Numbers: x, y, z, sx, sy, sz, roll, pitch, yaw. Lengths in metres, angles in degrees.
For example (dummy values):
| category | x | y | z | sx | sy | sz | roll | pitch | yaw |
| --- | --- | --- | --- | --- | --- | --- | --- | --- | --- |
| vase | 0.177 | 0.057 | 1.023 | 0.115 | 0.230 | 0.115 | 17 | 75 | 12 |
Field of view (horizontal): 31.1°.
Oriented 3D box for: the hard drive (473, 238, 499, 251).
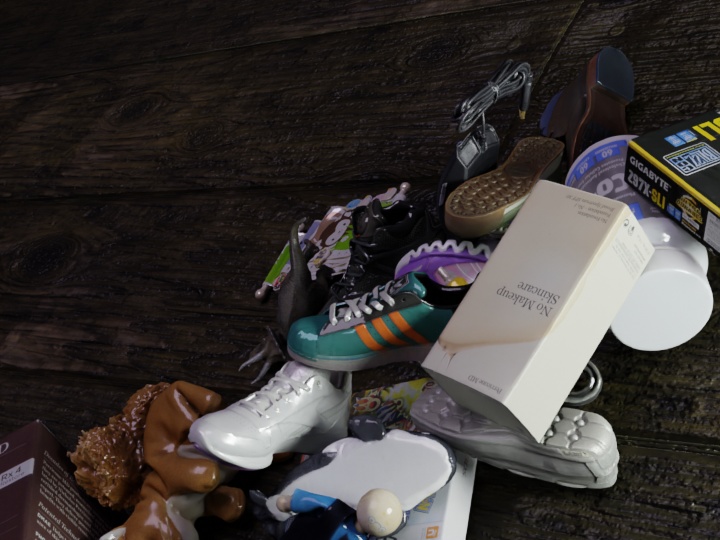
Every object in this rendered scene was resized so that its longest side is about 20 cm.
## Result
| category | x | y | z | sx | sy | sz | roll | pitch | yaw |
| --- | --- | --- | --- | --- | --- | --- | --- | --- | --- |
| hard drive | 0.069 | 0.018 | 1.406 | 0.198 | 0.025 | 0.133 | 5 | 52 | 44 |

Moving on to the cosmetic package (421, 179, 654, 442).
| category | x | y | z | sx | sy | sz | roll | pitch | yaw |
| --- | --- | --- | --- | --- | --- | --- | --- | --- | --- |
| cosmetic package | 0.153 | 0.031 | 1.105 | 0.103 | 0.073 | 0.201 | 19 | 70 | 45 |

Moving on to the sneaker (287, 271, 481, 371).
| category | x | y | z | sx | sy | sz | roll | pitch | yaw |
| --- | --- | --- | --- | --- | --- | --- | --- | --- | --- |
| sneaker | 0.028 | 0.038 | 1.173 | 0.196 | 0.081 | 0.072 | -5 | 26 | 3 |

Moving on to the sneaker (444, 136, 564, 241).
| category | x | y | z | sx | sy | sz | roll | pitch | yaw |
| --- | --- | --- | --- | --- | --- | --- | --- | --- | --- |
| sneaker | 0.152 | -0.059 | 1.321 | 0.066 | 0.091 | 0.200 | 17 | 36 | 29 |

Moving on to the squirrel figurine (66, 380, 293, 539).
| category | x | y | z | sx | sy | sz | roll | pitch | yaw |
| --- | --- | --- | --- | --- | --- | --- | --- | --- | --- |
| squirrel figurine | -0.202 | 0.216 | 1.323 | 0.198 | 0.141 | 0.189 | 14 | 72 | 36 |

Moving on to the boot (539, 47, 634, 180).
| category | x | y | z | sx | sy | sz | roll | pitch | yaw |
| --- | --- | --- | --- | --- | --- | --- | --- | --- | --- |
| boot | 0.243 | -0.142 | 1.429 | 0.097 | 0.074 | 0.202 | -31 | 36 | 56 |

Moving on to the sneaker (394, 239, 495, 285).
| category | x | y | z | sx | sy | sz | roll | pitch | yaw |
| --- | --- | --- | --- | --- | --- | --- | --- | --- | --- |
| sneaker | 0.126 | 0.026 | 1.277 | 0.197 | 0.081 | 0.090 | 2 | 64 | 17 |

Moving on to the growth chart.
| category | x | y | z | sx | sy | sz | roll | pitch | yaw |
| --- | --- | --- | --- | --- | --- | --- | --- | --- | --- |
| growth chart | -0.031 | -0.037 | 1.547 | 0.198 | 0.018 | 0.146 | -17 | 36 | 41 |

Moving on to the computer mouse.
| category | x | y | z | sx | sy | sz | roll | pitch | yaw |
| --- | --- | --- | --- | --- | --- | --- | --- | --- | --- |
| computer mouse | 0.125 | -0.126 | 1.346 | 0.046 | 0.202 | 0.140 | 27 | 51 | 27 |

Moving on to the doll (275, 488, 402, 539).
| category | x | y | z | sx | sy | sz | roll | pitch | yaw |
| --- | --- | --- | --- | --- | --- | --- | --- | --- | --- |
| doll | -0.033 | 0.256 | 1.130 | 0.200 | 0.136 | 0.048 | -45 | 2 | 25 |

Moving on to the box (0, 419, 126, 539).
| category | x | y | z | sx | sy | sz | roll | pitch | yaw |
| --- | --- | --- | --- | --- | --- | --- | --- | --- | --- |
| box | -0.351 | 0.302 | 1.314 | 0.164 | 0.165 | 0.201 | -28 | 35 | 11 |

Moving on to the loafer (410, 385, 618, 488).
| category | x | y | z | sx | sy | sz | roll | pitch | yaw |
| --- | --- | --- | --- | --- | --- | --- | --- | --- | --- |
| loafer | 0.132 | 0.149 | 1.137 | 0.198 | 0.070 | 0.070 | 12 | 47 | 37 |

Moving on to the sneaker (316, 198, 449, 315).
| category | x | y | z | sx | sy | sz | roll | pitch | yaw |
| --- | --- | --- | --- | --- | --- | --- | --- | --- | --- |
| sneaker | 0.000 | 0.000 | 1.367 | 0.199 | 0.115 | 0.076 | -40 | 32 | -1 |

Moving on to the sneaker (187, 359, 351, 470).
| category | x | y | z | sx | sy | sz | roll | pitch | yaw |
| --- | --- | --- | --- | --- | --- | --- | --- | --- | --- |
| sneaker | -0.080 | 0.123 | 1.181 | 0.074 | 0.199 | 0.101 | 23 | 106 | 34 |

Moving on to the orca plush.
| category | x | y | z | sx | sy | sz | roll | pitch | yaw |
| --- | --- | --- | --- | --- | --- | --- | --- | --- | --- |
| orca plush | 0.003 | 0.193 | 1.170 | 0.199 | 0.106 | 0.071 | -35 | -12 | 19 |

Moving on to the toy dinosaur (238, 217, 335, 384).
| category | x | y | z | sx | sy | sz | roll | pitch | yaw |
| --- | --- | --- | --- | --- | --- | --- | --- | --- | --- |
| toy dinosaur | -0.064 | 0.034 | 1.413 | 0.103 | 0.076 | 0.201 | -70 | 2 | -47 |

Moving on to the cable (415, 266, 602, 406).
| category | x | y | z | sx | sy | sz | roll | pitch | yaw |
| --- | --- | --- | --- | --- | --- | --- | --- | --- | --- |
| cable | 0.124 | 0.079 | 1.206 | 0.199 | 0.050 | 0.098 | 30 | 77 | 29 |

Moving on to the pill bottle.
| category | x | y | z | sx | sy | sz | roll | pitch | yaw |
| --- | --- | --- | --- | --- | --- | --- | --- | --- | --- |
| pill bottle | 0.260 | -0.027 | 1.213 | 0.113 | 0.114 | 0.201 | -24 | 36 | 16 |

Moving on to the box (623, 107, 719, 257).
| category | x | y | z | sx | sy | sz | roll | pitch | yaw |
| --- | --- | --- | --- | --- | --- | --- | --- | --- | --- |
| box | 0.361 | -0.088 | 1.160 | 0.198 | 0.050 | 0.160 | -20 | 41 | -22 |

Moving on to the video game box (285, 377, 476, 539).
| category | x | y | z | sx | sy | sz | roll | pitch | yaw |
| --- | --- | --- | --- | --- | --- | --- | --- | --- | --- |
| video game box | 0.021 | 0.196 | 1.221 | 0.180 | 0.047 | 0.202 | -13 | 40 | 26 |
